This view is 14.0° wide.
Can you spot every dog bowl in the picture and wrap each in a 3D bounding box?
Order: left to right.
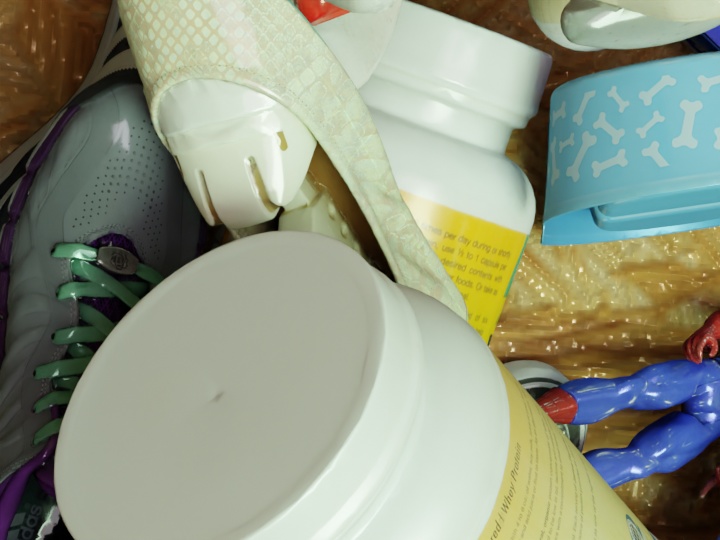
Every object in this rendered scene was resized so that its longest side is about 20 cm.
[{"bbox_3d":[0.120,-0.045,1.108,0.111,0.200,0.050,-8,85,3],"label":"dog bowl"}]

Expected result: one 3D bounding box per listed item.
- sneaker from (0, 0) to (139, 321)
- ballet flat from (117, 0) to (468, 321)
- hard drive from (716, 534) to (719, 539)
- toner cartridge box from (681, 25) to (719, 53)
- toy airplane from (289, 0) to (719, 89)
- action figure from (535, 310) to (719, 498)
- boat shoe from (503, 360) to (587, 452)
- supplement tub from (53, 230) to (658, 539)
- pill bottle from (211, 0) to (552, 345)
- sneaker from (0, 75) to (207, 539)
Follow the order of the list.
[{"bbox_3d":[-0.072,-0.054,1.075,0.070,0.108,0.200,39,87,-20],"label":"sneaker"},{"bbox_3d":[-0.020,-0.023,0.980,0.200,0.067,0.063,54,36,-32],"label":"ballet flat"},{"bbox_3d":[0.170,0.118,1.187,0.201,0.025,0.132,-59,155,-8],"label":"hard drive"},{"bbox_3d":[0.129,-0.157,1.164,0.200,0.043,0.095,41,87,-21],"label":"toner cartridge box"},{"bbox_3d":[0.052,-0.123,1.019,0.198,0.201,0.141,-17,130,22],"label":"toy airplane"},{"bbox_3d":[0.134,0.055,1.183,0.199,0.052,0.066,-19,99,-39],"label":"action figure"},{"bbox_3d":[0.028,0.125,1.169,0.071,0.064,0.200,40,86,-21],"label":"boat shoe"},{"bbox_3d":[0.008,0.094,0.947,0.145,0.145,0.200,-47,130,-6],"label":"supplement tub"},{"bbox_3d":[0.000,0.000,1.110,0.112,0.113,0.201,19,93,-22],"label":"pill bottle"},{"bbox_3d":[-0.087,0.037,0.981,0.074,0.087,0.201,14,94,-23],"label":"sneaker"}]
